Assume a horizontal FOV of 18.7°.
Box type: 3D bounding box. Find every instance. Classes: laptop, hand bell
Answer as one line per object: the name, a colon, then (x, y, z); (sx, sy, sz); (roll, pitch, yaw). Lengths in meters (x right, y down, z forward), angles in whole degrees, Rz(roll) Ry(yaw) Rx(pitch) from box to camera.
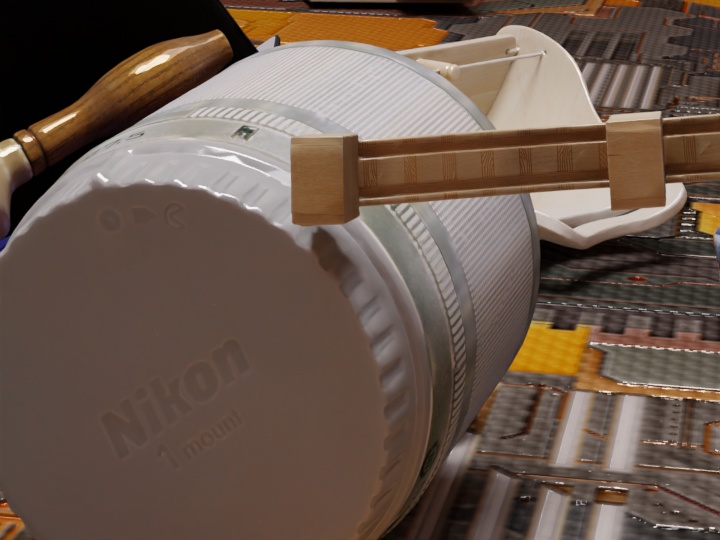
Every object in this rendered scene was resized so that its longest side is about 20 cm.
laptop: (-0.148, -0.097, 1.111); (0.186, 0.116, 0.200); (-32, 12, 7)
hand bell: (-0.144, -0.056, 1.001); (0.199, 0.105, 0.104); (-30, 25, -17)

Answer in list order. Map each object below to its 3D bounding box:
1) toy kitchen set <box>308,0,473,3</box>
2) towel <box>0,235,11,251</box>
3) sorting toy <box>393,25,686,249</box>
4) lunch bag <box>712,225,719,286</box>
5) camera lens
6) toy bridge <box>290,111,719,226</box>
toy kitchen set: (0.025, -0.356, 2.159); (0.161, 0.182, 0.200); (-2, 11, -8)
towel: (-0.090, -0.002, 0.972); (0.148, 0.050, 0.200); (-43, 28, -11)
sorting toy: (0.076, -0.055, 1.198); (0.179, 0.108, 0.199); (23, 25, 38)
lunch bag: (0.200, 0.005, 0.642); (0.159, 0.076, 0.200); (-9, 6, -8)
camera lens: (-0.030, 0.013, 0.767); (0.158, 0.162, 0.200); (6, 18, 16)
toy bridge: (0.082, -0.033, 0.641); (0.198, 0.028, 0.067); (-4, 4, 8)
